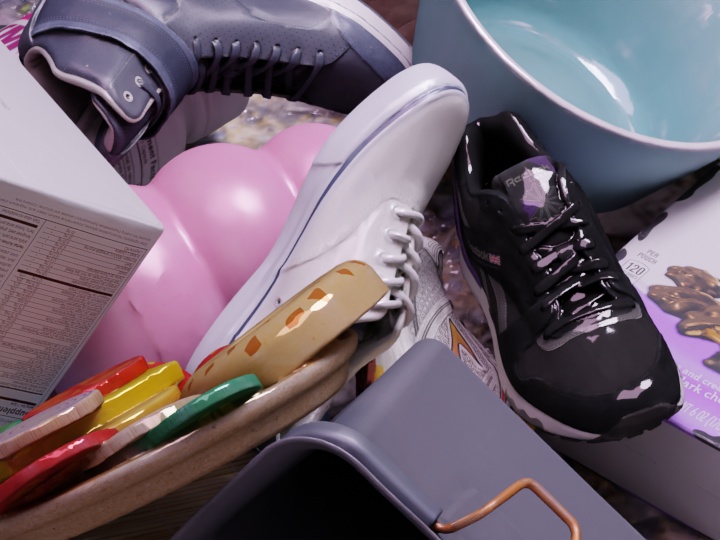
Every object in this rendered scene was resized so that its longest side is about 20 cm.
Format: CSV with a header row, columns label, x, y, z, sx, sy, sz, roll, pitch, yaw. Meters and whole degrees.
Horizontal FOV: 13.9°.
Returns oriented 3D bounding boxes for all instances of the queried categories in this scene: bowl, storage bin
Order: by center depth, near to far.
label,x,y,z,sx,sy,sz,roll,pitch,yaw
storage bin,0.043,0.124,1.253,0.200,0.146,0.134,43,37,-3
bowl,0.107,-0.107,1.498,0.201,0.105,0.201,17,45,-18

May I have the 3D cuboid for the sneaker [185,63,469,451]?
label,x,y,z,sx,sy,sz,roll,pitch,yaw
sneaker,0.000,0.000,1.378,0.071,0.073,0.200,35,94,34

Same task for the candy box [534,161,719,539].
label,x,y,z,sx,sy,sz,roll,pitch,yaw
candy box,0.203,0.034,1.419,0.168,0.072,0.200,28,54,33

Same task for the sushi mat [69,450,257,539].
label,x,y,z,sx,sy,sz,roll,pitch,yaw
sushi mat,-0.125,0.119,1.311,0.200,0.012,0.096,-11,22,-18

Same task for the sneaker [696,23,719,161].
label,x,y,z,sx,sy,sz,roll,pitch,yaw
sneaker,0.245,-0.076,1.524,0.200,0.084,0.074,25,46,30

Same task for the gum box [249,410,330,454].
label,x,y,z,sx,sy,sz,roll,pitch,yaw
gum box,-0.086,0.153,1.351,0.170,0.045,0.200,-8,44,-1

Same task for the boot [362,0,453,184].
label,x,y,z,sx,sy,sz,roll,pitch,yaw
boot,-0.008,-0.115,1.634,0.166,0.072,0.200,-5,45,23

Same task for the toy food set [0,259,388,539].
label,x,y,z,sx,sy,sz,roll,pitch,yaw
toy food set,-0.090,0.064,1.260,0.198,0.049,0.200,-30,6,-37

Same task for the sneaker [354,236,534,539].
label,x,y,z,sx,sy,sz,roll,pitch,yaw
sneaker,0.040,0.065,1.419,0.082,0.078,0.200,-1,48,-7

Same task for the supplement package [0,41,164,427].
label,x,y,z,sx,sy,sz,roll,pitch,yaw
supplement package,-0.237,-0.011,1.371,0.200,0.147,0.191,-54,52,15

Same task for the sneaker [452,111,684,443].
label,x,y,z,sx,sy,sz,roll,pitch,yaw
sneaker,0.083,-0.001,1.357,0.076,0.088,0.200,-21,36,-8

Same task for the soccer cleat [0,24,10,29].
label,x,y,z,sx,sy,sz,roll,pitch,yaw
soccer cleat,-0.258,-0.081,1.618,0.200,0.068,0.081,-36,37,-27

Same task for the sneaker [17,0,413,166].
label,x,y,z,sx,sy,sz,roll,pitch,yaw
sneaker,-0.075,-0.093,1.487,0.202,0.077,0.146,25,51,-7

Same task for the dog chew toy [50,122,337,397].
label,x,y,z,sx,sy,sz,roll,pitch,yaw
dog chew toy,-0.073,-0.005,1.450,0.200,0.125,0.125,-30,46,-10

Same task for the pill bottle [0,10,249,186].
label,x,y,z,sx,sy,sz,roll,pitch,yaw
pill bottle,-0.164,-0.077,1.561,0.200,0.113,0.113,-32,48,-25
